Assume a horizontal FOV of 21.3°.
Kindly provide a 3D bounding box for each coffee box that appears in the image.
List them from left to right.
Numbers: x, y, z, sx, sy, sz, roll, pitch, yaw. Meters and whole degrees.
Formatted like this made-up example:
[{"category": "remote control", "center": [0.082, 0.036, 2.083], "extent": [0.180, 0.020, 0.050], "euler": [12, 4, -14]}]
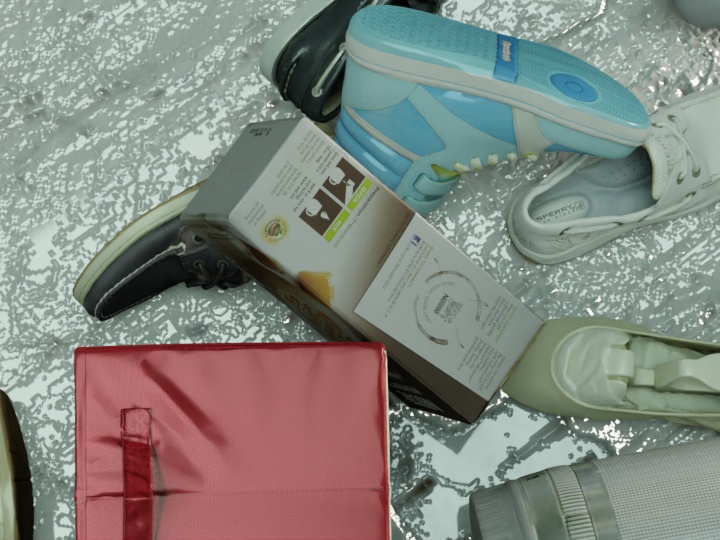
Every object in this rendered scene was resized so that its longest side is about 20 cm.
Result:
[{"category": "coffee box", "center": [0.000, 0.000, 1.164], "extent": [0.200, 0.114, 0.080], "euler": [39, 80, -16]}]

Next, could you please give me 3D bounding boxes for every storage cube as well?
[{"category": "storage cube", "center": [-0.077, 0.139, 1.136], "extent": [0.178, 0.200, 0.172], "euler": [-1, 79, -6]}]

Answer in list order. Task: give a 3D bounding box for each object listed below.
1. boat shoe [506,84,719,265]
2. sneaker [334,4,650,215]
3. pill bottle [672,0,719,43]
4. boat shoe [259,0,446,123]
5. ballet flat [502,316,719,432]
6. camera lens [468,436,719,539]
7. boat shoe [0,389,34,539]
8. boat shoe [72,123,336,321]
[{"category": "boat shoe", "center": [0.189, -0.066, 1.232], "extent": [0.199, 0.069, 0.071], "euler": [-29, 80, -5]}, {"category": "sneaker", "center": [0.075, -0.081, 1.215], "extent": [0.199, 0.080, 0.131], "euler": [19, 119, 4]}, {"category": "pill bottle", "center": [0.238, -0.238, 1.242], "extent": [0.112, 0.112, 0.201], "euler": [-19, 80, -3]}, {"category": "boat shoe", "center": [0.024, -0.180, 1.250], "extent": [0.200, 0.076, 0.060], "euler": [-47, 67, 4]}, {"category": "ballet flat", "center": [0.184, 0.064, 1.212], "extent": [0.198, 0.069, 0.070], "euler": [6, 80, 2]}, {"category": "camera lens", "center": [0.175, 0.189, 1.141], "extent": [0.198, 0.160, 0.161], "euler": [-10, 80, -2]}, {"category": "boat shoe", "center": [-0.243, 0.176, 1.193], "extent": [0.071, 0.072, 0.202], "euler": [-3, 86, -2]}, {"category": "boat shoe", "center": [-0.089, -0.021, 1.226], "extent": [0.199, 0.072, 0.065], "euler": [-32, 76, -11]}]
